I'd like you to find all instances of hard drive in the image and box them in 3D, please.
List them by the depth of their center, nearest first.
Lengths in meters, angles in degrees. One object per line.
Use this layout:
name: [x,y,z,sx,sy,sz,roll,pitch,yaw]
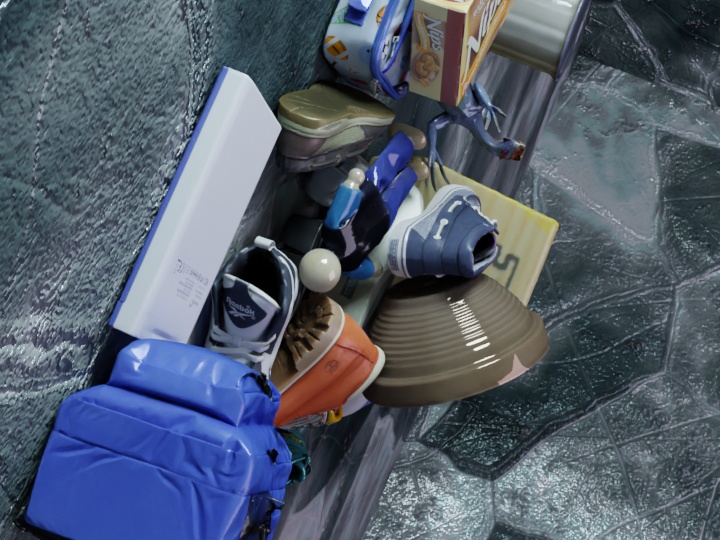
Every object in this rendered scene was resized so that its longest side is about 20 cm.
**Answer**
hard drive: [-0.121,-0.039,0.913,0.132,0.025,0.202,56,57,-77]

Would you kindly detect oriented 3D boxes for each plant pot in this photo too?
plant pot: [0.084,0.054,1.213,0.201,0.198,0.094,-46,123,-64]

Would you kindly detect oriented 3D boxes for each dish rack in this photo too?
dish rack: [-0.059,0.015,1.265,0.200,0.054,0.155,-4,116,-79]

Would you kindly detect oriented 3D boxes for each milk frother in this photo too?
milk frother: [0.160,-0.326,1.331,0.200,0.186,0.183,-33,143,-72]

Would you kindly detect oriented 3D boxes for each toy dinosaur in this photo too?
toy dinosaur: [0.116,-0.191,1.277,0.181,0.104,0.203,25,64,-55]

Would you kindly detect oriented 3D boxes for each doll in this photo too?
doll: [0.005,-0.049,1.149,0.201,0.048,0.138,-53,148,-38]

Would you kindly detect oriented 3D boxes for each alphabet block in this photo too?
alphabet block: [0.084,-0.005,1.414,0.203,0.194,0.195,-68,-162,-2]

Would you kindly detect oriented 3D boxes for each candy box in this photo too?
candy box: [0.109,-0.269,1.149,0.116,0.055,0.201,90,25,-52]

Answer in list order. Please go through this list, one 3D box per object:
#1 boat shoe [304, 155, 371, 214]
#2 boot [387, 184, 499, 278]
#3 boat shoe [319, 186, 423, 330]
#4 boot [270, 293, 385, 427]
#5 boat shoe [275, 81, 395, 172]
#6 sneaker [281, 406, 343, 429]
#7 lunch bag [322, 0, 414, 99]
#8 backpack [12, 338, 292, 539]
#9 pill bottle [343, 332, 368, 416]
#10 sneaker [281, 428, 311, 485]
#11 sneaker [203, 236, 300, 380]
boat shoe: [-0.015,-0.087,1.266,0.069,0.072,0.200,-47,177,6]
boot: [0.106,-0.035,1.217,0.200,0.089,0.074,-39,131,-57]
boat shoe: [0.001,0.001,1.241,0.203,0.069,0.072,-61,177,-14]
boot: [-0.066,0.122,1.156,0.200,0.075,0.107,-41,131,14]
boat shoe: [-0.029,-0.128,1.105,0.067,0.071,0.201,-65,166,19]
sneaker: [-0.067,0.147,1.303,0.200,0.082,0.078,-43,179,20]
lunch bag: [0.035,-0.263,1.137,0.160,0.075,0.203,30,81,-77]
backpack: [-0.125,0.147,0.894,0.200,0.161,0.170,62,50,-75]
pill bottle: [-0.026,0.121,1.486,0.200,0.111,0.114,2,110,-79]
sneaker: [-0.093,0.223,1.437,0.200,0.079,0.078,-53,162,-57]
sneaker: [-0.107,0.061,1.047,0.130,0.079,0.201,83,30,-66]
